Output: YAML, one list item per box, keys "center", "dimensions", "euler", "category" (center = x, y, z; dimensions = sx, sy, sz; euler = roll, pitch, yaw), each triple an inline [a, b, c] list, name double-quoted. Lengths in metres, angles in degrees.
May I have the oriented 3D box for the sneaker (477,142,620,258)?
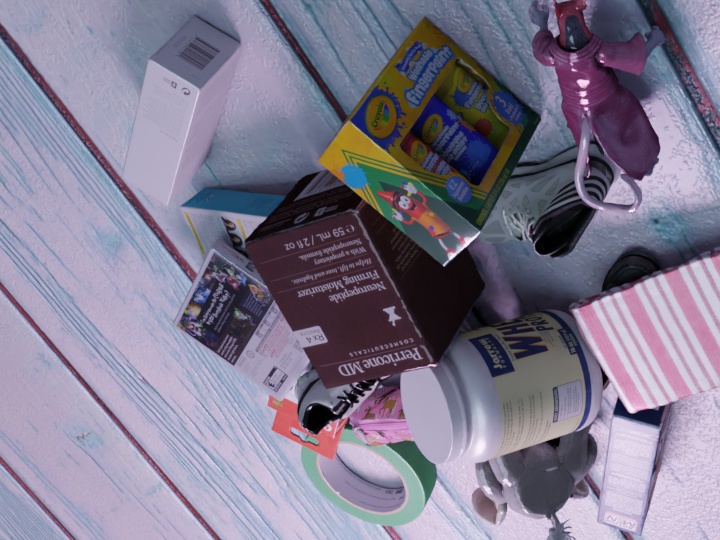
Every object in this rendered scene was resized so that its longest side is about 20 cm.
- center: [0.178, -0.057, 1.311]
  dimensions: [0.076, 0.116, 0.200]
  euler: [47, 137, -15]
  category: "sneaker"

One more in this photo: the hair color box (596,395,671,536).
- center: [0.331, 0.212, 1.477]
  dimensions: [0.060, 0.100, 0.202]
  euler: [14, 135, 18]
  category: "hair color box"

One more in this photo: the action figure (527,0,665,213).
- center: [0.209, -0.174, 1.170]
  dimensions: [0.133, 0.150, 0.201]
  euler: [6, 146, 35]
  category: "action figure"

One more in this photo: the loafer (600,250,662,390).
- center: [0.293, 0.067, 1.394]
  dimensions: [0.071, 0.063, 0.202]
  euler: [21, 137, 12]
  category: "loafer"

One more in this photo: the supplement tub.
- center: [0.159, 0.134, 1.407]
  dimensions: [0.145, 0.197, 0.147]
  euler: [44, 141, 52]
  category: "supplement tub"

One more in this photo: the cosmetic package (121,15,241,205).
- center: [-0.212, -0.185, 1.450]
  dimensions: [0.071, 0.102, 0.201]
  euler: [30, 137, 4]
  category: "cosmetic package"

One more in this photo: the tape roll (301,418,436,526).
- center: [0.011, 0.284, 1.785]
  dimensions: [0.198, 0.048, 0.202]
  euler: [18, 136, 18]
  category: "tape roll"

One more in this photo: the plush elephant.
- center: [0.214, 0.253, 1.569]
  dimensions: [0.155, 0.162, 0.203]
  euler: [180, 79, -78]
  category: "plush elephant"

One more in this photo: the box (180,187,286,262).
- center: [-0.134, -0.050, 1.527]
  dimensions: [0.198, 0.049, 0.083]
  euler: [9, 130, 44]
  category: "box"

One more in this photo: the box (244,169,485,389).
- center: [0.009, -0.006, 1.383]
  dimensions: [0.164, 0.165, 0.202]
  euler: [-15, 113, 35]
  category: "box"

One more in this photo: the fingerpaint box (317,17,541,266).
- center: [0.075, -0.134, 1.242]
  dimensions: [0.166, 0.201, 0.073]
  euler: [39, 137, -6]
  category: "fingerpaint box"

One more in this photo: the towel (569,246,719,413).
- center: [0.342, 0.065, 1.324]
  dimensions: [0.198, 0.030, 0.147]
  euler: [-23, 104, 32]
  category: "towel"

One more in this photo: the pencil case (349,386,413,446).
- center: [0.066, 0.188, 1.599]
  dimensions: [0.082, 0.087, 0.199]
  euler: [34, 155, -25]
  category: "pencil case"

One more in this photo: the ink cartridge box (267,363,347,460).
- center: [-0.066, 0.170, 1.681]
  dimensions: [0.108, 0.050, 0.202]
  euler: [23, 118, 13]
  category: "ink cartridge box"

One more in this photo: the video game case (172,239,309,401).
- center: [-0.140, 0.068, 1.583]
  dimensions: [0.181, 0.023, 0.200]
  euler: [35, 141, -1]
  category: "video game case"

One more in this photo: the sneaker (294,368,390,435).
- center: [-0.005, 0.143, 1.566]
  dimensions: [0.073, 0.081, 0.199]
  euler: [38, 121, -25]
  category: "sneaker"

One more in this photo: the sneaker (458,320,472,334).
- center: [0.131, 0.125, 1.519]
  dimensions: [0.199, 0.083, 0.074]
  euler: [37, 140, -28]
  category: "sneaker"
